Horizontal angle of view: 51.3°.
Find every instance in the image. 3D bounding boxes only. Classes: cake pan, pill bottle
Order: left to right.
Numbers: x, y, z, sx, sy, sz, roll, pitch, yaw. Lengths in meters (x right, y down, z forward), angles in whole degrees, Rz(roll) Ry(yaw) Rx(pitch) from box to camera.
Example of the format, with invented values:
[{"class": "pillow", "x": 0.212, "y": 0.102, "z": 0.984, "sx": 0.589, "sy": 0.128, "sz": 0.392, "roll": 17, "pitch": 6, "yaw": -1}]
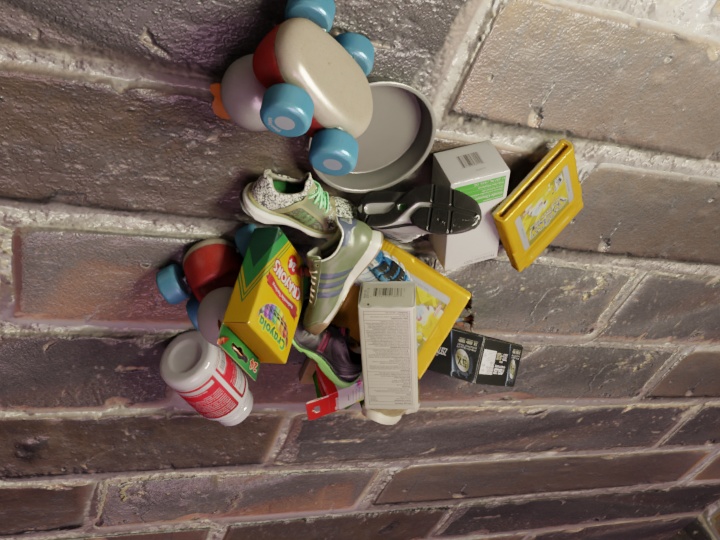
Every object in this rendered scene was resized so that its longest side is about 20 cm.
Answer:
[{"class": "pill bottle", "x": -0.279, "y": 0.208, "z": 1.399, "sx": 0.111, "sy": 0.113, "sz": 0.201, "roll": -23, "pitch": 139, "yaw": 5}, {"class": "cake pan", "x": 0.015, "y": -0.204, "z": 1.119, "sx": 0.197, "sy": 0.037, "sz": 0.202, "roll": -11, "pitch": 139, "yaw": -10}]

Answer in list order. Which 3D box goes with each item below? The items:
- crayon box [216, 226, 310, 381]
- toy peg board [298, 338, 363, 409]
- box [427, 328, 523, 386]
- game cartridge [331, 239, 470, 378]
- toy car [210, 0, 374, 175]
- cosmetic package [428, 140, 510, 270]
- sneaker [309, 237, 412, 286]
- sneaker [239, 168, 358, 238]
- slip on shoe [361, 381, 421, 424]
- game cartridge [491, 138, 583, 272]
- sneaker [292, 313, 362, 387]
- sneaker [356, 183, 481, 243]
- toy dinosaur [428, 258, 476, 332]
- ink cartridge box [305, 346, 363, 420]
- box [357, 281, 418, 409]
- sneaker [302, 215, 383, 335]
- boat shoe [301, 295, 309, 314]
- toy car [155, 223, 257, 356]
[{"class": "crayon box", "x": -0.142, "y": 0.052, "z": 1.145, "sx": 0.050, "sy": 0.203, "sz": 0.127, "roll": -1, "pitch": 148, "yaw": 25}, {"class": "toy peg board", "x": 0.003, "y": 0.193, "z": 1.505, "sx": 0.197, "sy": 0.099, "sz": 0.201, "roll": 4, "pitch": 135, "yaw": -25}, {"class": "box", "x": 0.199, "y": 0.161, "z": 1.449, "sx": 0.199, "sy": 0.162, "sz": 0.088, "roll": 16, "pitch": 87, "yaw": -56}, {"class": "game cartridge", "x": 0.064, "y": 0.063, "z": 1.303, "sx": 0.198, "sy": 0.032, "sz": 0.178, "roll": 31, "pitch": 100, "yaw": 0}, {"class": "toy car", "x": -0.103, "y": -0.226, "z": 0.975, "sx": 0.198, "sy": 0.187, "sz": 0.176, "roll": -9, "pitch": 150, "yaw": 36}, {"class": "cosmetic package", "x": 0.177, "y": -0.106, "z": 1.255, "sx": 0.106, "sy": 0.085, "sz": 0.202, "roll": -15, "pitch": 138, "yaw": -9}, {"class": "sneaker", "x": 0.000, "y": 0.000, "z": 1.256, "sx": 0.199, "sy": 0.075, "sz": 0.087, "roll": 37, "pitch": 119, "yaw": 1}, {"class": "sneaker", "x": -0.080, "y": -0.108, "z": 1.147, "sx": 0.197, "sy": 0.078, "sz": 0.089, "roll": 7, "pitch": 146, "yaw": -28}, {"class": "slip on shoe", "x": 0.066, "y": 0.250, "z": 1.455, "sx": 0.199, "sy": 0.075, "sz": 0.062, "roll": 3, "pitch": 105, "yaw": -59}, {"class": "game cartridge", "x": 0.310, "y": -0.103, "z": 1.283, "sx": 0.176, "sy": 0.032, "sz": 0.200, "roll": -46, "pitch": 146, "yaw": -4}, {"class": "sneaker", "x": -0.063, "y": 0.113, "z": 1.274, "sx": 0.084, "sy": 0.077, "sz": 0.200, "roll": -40, "pitch": 117, "yaw": 10}, {"class": "sneaker", "x": 0.103, "y": -0.086, "z": 1.195, "sx": 0.197, "sy": 0.077, "sz": 0.115, "roll": 5, "pitch": 172, "yaw": 21}, {"class": "toy dinosaur", "x": 0.130, "y": 0.075, "z": 1.439, "sx": 0.178, "sy": 0.106, "sz": 0.201, "roll": 7, "pitch": 147, "yaw": -1}, {"class": "ink cartridge box", "x": -0.017, "y": 0.199, "z": 1.387, "sx": 0.197, "sy": 0.068, "sz": 0.117, "roll": -20, "pitch": 155, "yaw": -10}, {"class": "box", "x": 0.047, "y": 0.124, "z": 1.218, "sx": 0.093, "sy": 0.078, "sz": 0.203, "roll": 0, "pitch": 120, "yaw": 5}, {"class": "sneaker", "x": -0.054, "y": 0.001, "z": 1.175, "sx": 0.089, "sy": 0.067, "sz": 0.201, "roll": 29, "pitch": 107, "yaw": -23}, {"class": "boat shoe", "x": -0.031, "y": 0.080, "z": 1.385, "sx": 0.197, "sy": 0.062, "sz": 0.076, "roll": 6, "pitch": 107, "yaw": -24}, {"class": "toy car", "x": -0.207, "y": 0.066, "z": 1.203, "sx": 0.182, "sy": 0.202, "sz": 0.177, "roll": -25, "pitch": 139, "yaw": 8}]
